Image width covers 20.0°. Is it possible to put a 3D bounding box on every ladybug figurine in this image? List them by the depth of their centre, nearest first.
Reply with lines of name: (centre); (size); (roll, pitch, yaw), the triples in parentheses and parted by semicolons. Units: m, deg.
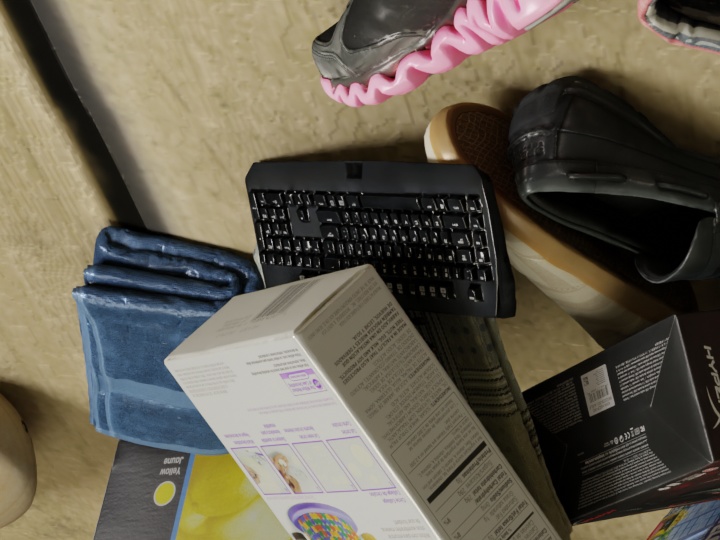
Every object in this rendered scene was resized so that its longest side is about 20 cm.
ladybug figurine: (-0.293, 0.126, 1.384); (0.199, 0.072, 0.135); (-20, 135, 41)

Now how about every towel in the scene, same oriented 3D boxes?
towel: (0.031, 0.068, 1.077); (0.192, 0.034, 0.202); (-6, 106, 56)
towel: (-0.112, 0.053, 1.226); (0.110, 0.049, 0.201); (11, 148, 2)

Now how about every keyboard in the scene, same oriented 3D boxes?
keyboard: (0.000, 0.000, 1.008); (0.199, 0.039, 0.105); (4, 113, 55)

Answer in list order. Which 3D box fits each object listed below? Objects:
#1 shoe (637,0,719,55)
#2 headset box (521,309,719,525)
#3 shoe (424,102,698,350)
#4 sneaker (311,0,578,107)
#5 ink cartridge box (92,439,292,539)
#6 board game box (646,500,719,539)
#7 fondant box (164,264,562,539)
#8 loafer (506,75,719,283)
shoe: (0.206, -0.123, 0.792); (0.198, 0.092, 0.072); (6, 148, 10)
headset box: (0.204, 0.068, 1.040); (0.198, 0.076, 0.148); (-5, 164, -30)
shoe: (0.093, -0.013, 1.022); (0.053, 0.070, 0.199); (-31, 132, 29)
sneaker: (0.033, -0.135, 0.872); (0.199, 0.079, 0.096); (-22, 102, 55)
ink cartridge box: (-0.091, 0.196, 1.299); (0.196, 0.202, 0.047); (-8, 144, 29)
board game box: (0.242, 0.156, 1.161); (0.199, 0.200, 0.062); (-33, 92, 35)
fondant box: (0.007, 0.100, 1.005); (0.201, 0.058, 0.144); (56, 151, -12)
loafer: (0.154, -0.022, 0.988); (0.199, 0.071, 0.068); (25, 146, -23)
